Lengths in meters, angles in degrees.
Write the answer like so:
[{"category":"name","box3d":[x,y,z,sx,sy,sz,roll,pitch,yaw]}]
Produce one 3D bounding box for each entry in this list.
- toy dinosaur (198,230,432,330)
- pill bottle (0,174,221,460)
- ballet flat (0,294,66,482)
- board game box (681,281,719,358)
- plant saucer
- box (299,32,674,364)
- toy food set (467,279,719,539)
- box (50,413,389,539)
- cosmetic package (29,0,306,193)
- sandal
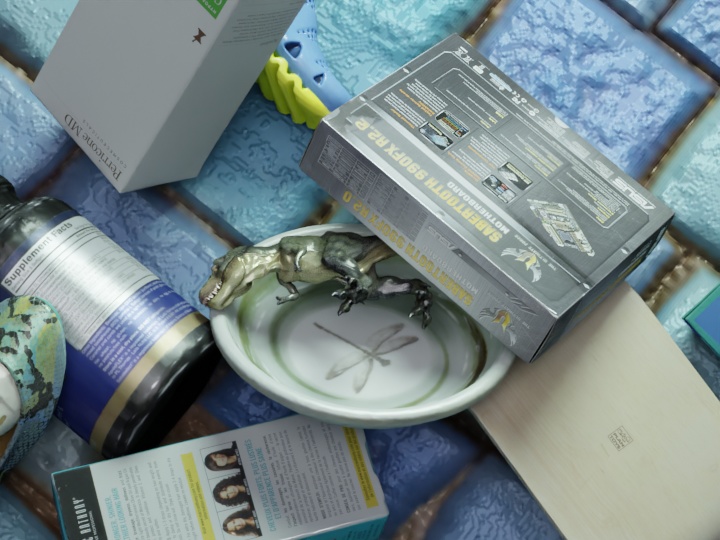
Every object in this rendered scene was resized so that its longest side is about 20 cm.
[{"category":"toy dinosaur","box3d":[0.000,0.000,1.160,0.199,0.048,0.088,-8,32,-25]},{"category":"pill bottle","box3d":[-0.194,0.024,1.180,0.200,0.112,0.112,38,80,8]},{"category":"ballet flat","box3d":[-0.242,0.103,1.130,0.074,0.074,0.201,33,121,7]},{"category":"board game box","box3d":[0.331,0.049,1.173,0.200,0.045,0.152,48,115,9]},{"category":"plant saucer","box3d":[0.001,0.045,1.175,0.199,0.050,0.201,5,37,-4]},{"category":"box","box3d":[0.084,-0.052,1.182,0.200,0.048,0.158,40,46,13]},{"category":"toy food set","box3d":[0.162,0.117,1.194,0.143,0.060,0.200,-33,81,-19]},{"category":"box","box3d":[-0.089,0.150,1.149,0.199,0.049,0.083,-12,65,-13]},{"category":"cosmetic package","box3d":[-0.117,-0.160,1.178,0.108,0.085,0.200,46,122,18]},{"category":"sandal","box3d":[-0.062,-0.187,1.248,0.087,0.080,0.200,-34,81,-11]}]
